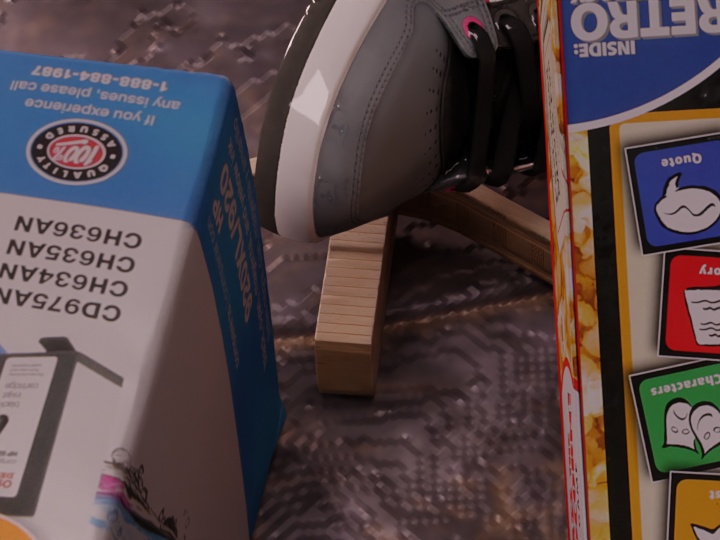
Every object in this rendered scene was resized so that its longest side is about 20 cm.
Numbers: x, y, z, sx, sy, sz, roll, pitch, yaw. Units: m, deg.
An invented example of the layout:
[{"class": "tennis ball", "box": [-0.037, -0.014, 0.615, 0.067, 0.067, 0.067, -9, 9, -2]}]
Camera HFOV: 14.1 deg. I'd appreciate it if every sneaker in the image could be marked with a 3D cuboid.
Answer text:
[{"class": "sneaker", "box": [0.063, -0.051, 0.778, 0.120, 0.084, 0.200, 20, 38, 20]}]

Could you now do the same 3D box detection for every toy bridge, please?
[{"class": "toy bridge", "box": [0.000, 0.000, 0.794, 0.198, 0.027, 0.068, 4, 53, 5]}]

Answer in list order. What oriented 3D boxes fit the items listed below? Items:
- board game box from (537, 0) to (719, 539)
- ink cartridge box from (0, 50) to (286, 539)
[{"class": "board game box", "box": [0.118, -0.001, 0.653, 0.150, 0.046, 0.202, -2, 88, 0]}, {"class": "ink cartridge box", "box": [-0.113, 0.067, 0.680, 0.146, 0.145, 0.201, 7, 54, 8]}]
